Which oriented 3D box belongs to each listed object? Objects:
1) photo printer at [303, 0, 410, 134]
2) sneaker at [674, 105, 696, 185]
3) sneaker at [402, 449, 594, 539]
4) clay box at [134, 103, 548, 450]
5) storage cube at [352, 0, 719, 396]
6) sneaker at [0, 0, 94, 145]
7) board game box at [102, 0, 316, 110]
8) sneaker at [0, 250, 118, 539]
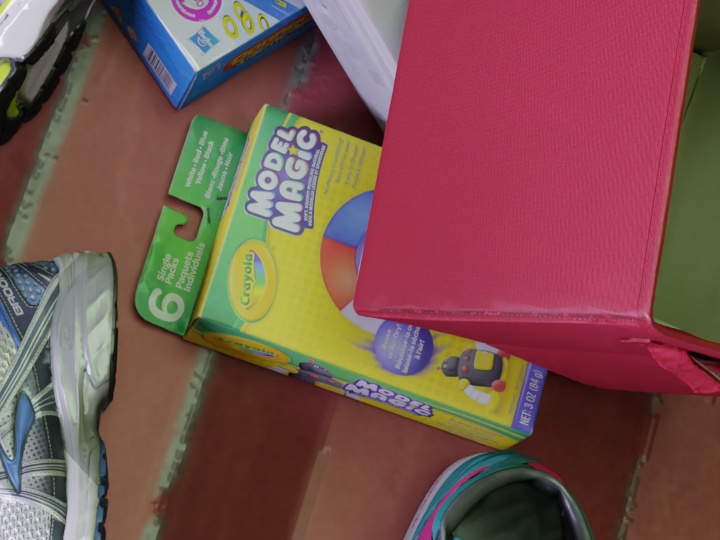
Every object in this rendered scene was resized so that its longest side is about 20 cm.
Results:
[{"bbox_3d":[0.063,-0.173,1.001,0.200,0.069,0.167,-44,130,-14],"label":"photo printer"},{"bbox_3d":[0.201,-0.086,1.075,0.080,0.074,0.201,33,70,-8],"label":"sneaker"},{"bbox_3d":[0.047,0.168,0.936,0.083,0.121,0.201,25,71,-8],"label":"sneaker"},{"bbox_3d":[0.000,0.000,1.006,0.199,0.048,0.115,20,71,-12],"label":"clay box"},{"bbox_3d":[0.128,-0.046,0.911,0.170,0.179,0.201,17,79,-39],"label":"storage cube"},{"bbox_3d":[-0.153,-0.155,0.951,0.081,0.074,0.200,38,106,8],"label":"sneaker"},{"bbox_3d":[-0.065,-0.217,1.041,0.195,0.056,0.200,-34,87,-21],"label":"board game box"},{"bbox_3d":[-0.155,0.088,0.933,0.085,0.077,0.201,3,67,-5],"label":"sneaker"}]
